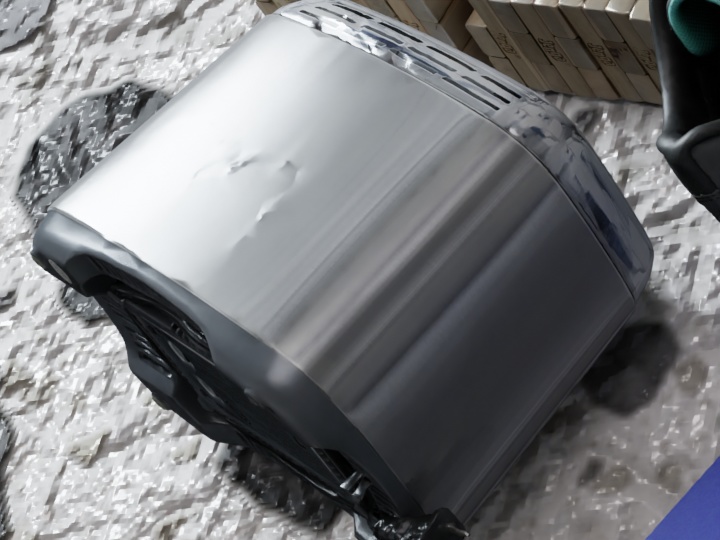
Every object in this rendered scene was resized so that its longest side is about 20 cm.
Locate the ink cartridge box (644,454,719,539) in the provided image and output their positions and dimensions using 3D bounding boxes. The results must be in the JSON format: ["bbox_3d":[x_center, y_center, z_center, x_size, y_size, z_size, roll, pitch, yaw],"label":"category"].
[{"bbox_3d":[0.170,0.049,0.778,0.199,0.041,0.200,8,38,40],"label":"ink cartridge box"}]

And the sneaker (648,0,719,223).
[{"bbox_3d":[0.135,-0.098,0.923,0.075,0.079,0.201,-22,51,48],"label":"sneaker"}]

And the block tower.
[{"bbox_3d":[0.051,-0.099,1.034,0.199,0.054,0.058,13,64,42],"label":"block tower"}]

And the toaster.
[{"bbox_3d":[0.000,0.000,0.944,0.129,0.114,0.200,-48,40,-11],"label":"toaster"}]
